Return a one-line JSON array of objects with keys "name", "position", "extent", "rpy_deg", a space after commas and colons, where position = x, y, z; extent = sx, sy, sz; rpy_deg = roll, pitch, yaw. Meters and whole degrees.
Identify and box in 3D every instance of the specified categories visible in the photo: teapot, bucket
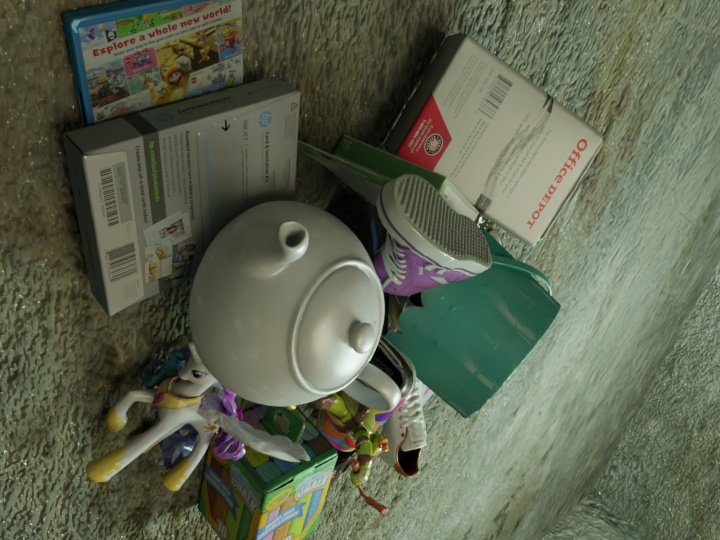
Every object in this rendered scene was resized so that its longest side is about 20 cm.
[{"name": "teapot", "position": [-0.044, 0.042, 0.621], "extent": [0.198, 0.144, 0.202], "rpy_deg": [-6, 110, -50]}, {"name": "bucket", "position": [0.133, 0.063, 0.828], "extent": [0.208, 0.134, 0.207], "rpy_deg": [-48, 172, -9]}]

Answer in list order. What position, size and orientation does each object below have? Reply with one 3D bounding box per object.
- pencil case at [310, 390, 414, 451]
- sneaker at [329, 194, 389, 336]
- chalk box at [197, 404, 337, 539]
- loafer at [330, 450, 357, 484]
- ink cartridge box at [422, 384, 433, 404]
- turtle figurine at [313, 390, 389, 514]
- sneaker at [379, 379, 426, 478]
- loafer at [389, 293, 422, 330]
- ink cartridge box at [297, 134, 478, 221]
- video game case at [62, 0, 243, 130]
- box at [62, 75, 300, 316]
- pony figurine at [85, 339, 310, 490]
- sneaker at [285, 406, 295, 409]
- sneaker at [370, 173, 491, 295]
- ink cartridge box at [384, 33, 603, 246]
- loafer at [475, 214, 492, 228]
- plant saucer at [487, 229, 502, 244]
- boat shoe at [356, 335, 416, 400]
[{"name": "pencil case", "position": [0.002, 0.177, 0.951], "extent": [0.087, 0.089, 0.200], "rpy_deg": [-23, 162, -36]}, {"name": "sneaker", "position": [0.000, 0.000, 0.844], "extent": [0.079, 0.064, 0.204], "rpy_deg": [-52, 139, -60]}, {"name": "chalk box", "position": [-0.119, 0.257, 0.897], "extent": [0.122, 0.124, 0.203], "rpy_deg": [-17, 133, -42]}, {"name": "loafer", "position": [-0.052, 0.287, 1.069], "extent": [0.199, 0.073, 0.071], "rpy_deg": [-42, 158, -7]}, {"name": "ink cartridge box", "position": [0.097, 0.165, 1.132], "extent": [0.197, 0.043, 0.201], "rpy_deg": [-46, 156, -8]}, {"name": "turtle figurine", "position": [-0.017, 0.161, 0.764], "extent": [0.064, 0.201, 0.162], "rpy_deg": [-38, 112, 7]}, {"name": "sneaker", "position": [0.075, 0.214, 1.040], "extent": [0.071, 0.084, 0.205], "rpy_deg": [-9, 110, -27]}, {"name": "loafer", "position": [0.076, 0.033, 0.973], "extent": [0.076, 0.067, 0.202], "rpy_deg": [-39, 145, -18]}, {"name": "ink cartridge box", "position": [0.023, -0.099, 0.708], "extent": [0.049, 0.144, 0.199], "rpy_deg": [-60, 147, -2]}, {"name": "video game case", "position": [-0.159, -0.124, 0.578], "extent": [0.142, 0.018, 0.203], "rpy_deg": [-27, 140, -33]}, {"name": "box", "position": [-0.143, -0.068, 0.599], "extent": [0.198, 0.041, 0.158], "rpy_deg": [-26, 140, -34]}, {"name": "pony figurine", "position": [-0.163, 0.150, 0.738], "extent": [0.200, 0.168, 0.192], "rpy_deg": [-42, 142, 14]}, {"name": "sneaker", "position": [-0.043, 0.115, 0.891], "extent": [0.198, 0.082, 0.079], "rpy_deg": [-30, 141, -32]}, {"name": "sneaker", "position": [0.041, -0.017, 0.647], "extent": [0.112, 0.074, 0.200], "rpy_deg": [-21, 156, 23]}, {"name": "ink cartridge box", "position": [0.148, -0.144, 0.781], "extent": [0.198, 0.084, 0.147], "rpy_deg": [30, 100, -16]}, {"name": "loafer", "position": [0.157, -0.104, 0.941], "extent": [0.076, 0.067, 0.201], "rpy_deg": [-37, 161, -28]}, {"name": "plant saucer", "position": [0.183, 0.035, 1.084], "extent": [0.199, 0.029, 0.205], "rpy_deg": [-32, 127, -56]}, {"name": "boat shoe", "position": [-0.023, 0.068, 0.760], "extent": [0.071, 0.198, 0.064], "rpy_deg": [-56, 164, -1]}]
